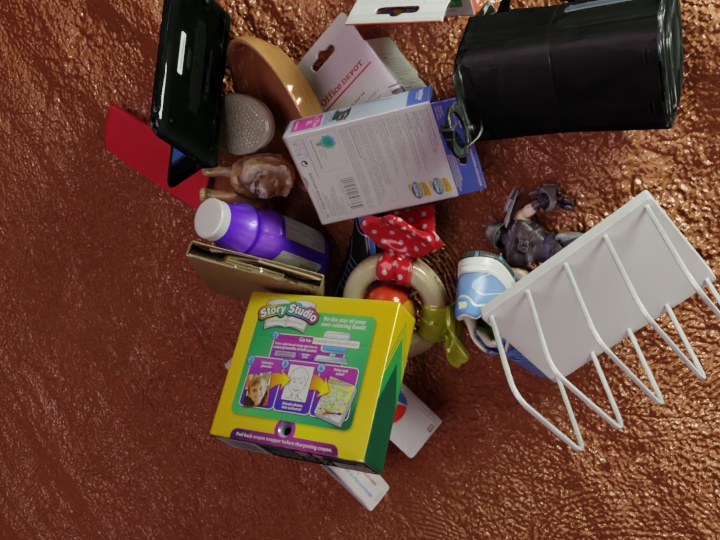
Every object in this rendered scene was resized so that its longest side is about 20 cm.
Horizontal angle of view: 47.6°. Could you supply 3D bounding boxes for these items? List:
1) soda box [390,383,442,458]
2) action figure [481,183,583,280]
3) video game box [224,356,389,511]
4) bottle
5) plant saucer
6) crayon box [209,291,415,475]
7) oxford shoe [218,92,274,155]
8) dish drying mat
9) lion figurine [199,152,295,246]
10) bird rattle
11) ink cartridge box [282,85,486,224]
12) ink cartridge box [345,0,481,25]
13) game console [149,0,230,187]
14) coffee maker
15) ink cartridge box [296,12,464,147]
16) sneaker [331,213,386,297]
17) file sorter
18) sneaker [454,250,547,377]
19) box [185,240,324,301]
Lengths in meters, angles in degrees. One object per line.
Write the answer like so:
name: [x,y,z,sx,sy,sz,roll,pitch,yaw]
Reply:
soda box: [0.007,0.141,1.015,0.200,0.068,0.064,43,85,-14]
action figure: [0.221,-0.020,0.892,0.197,0.069,0.133,19,122,28]
video game box: [-0.070,0.199,1.046,0.199,0.047,0.183,29,161,49]
bottle: [-0.119,-0.037,1.004,0.082,0.199,0.067,-15,68,32]
plant saucer: [-0.092,-0.191,0.981,0.201,0.037,0.201,50,161,23]
crayon box: [-0.052,0.118,0.904,0.196,0.058,0.176,3,66,28]
oxford shoe: [-0.159,-0.182,1.034,0.198,0.057,0.077,3,98,53]
dish drying mat: [-0.291,-0.163,1.172,0.198,0.018,0.078,32,120,17]
lion figurine: [-0.142,-0.085,1.064,0.119,0.201,0.074,1,65,-1]
bird rattle: [0.048,0.031,0.941,0.162,0.113,0.201,-32,109,26]
ink cartridge box: [0.029,-0.123,0.876,0.196,0.042,0.121,-9,128,21]
ink cartridge box: [0.071,-0.293,0.814,0.107,0.203,0.051,7,146,28]
game console: [-0.227,-0.226,0.989,0.114,0.175,0.205,-3,76,22]
coffee maker: [0.200,-0.183,0.779,0.196,0.135,0.196,1,63,30]
ink cartridge box: [0.019,-0.186,0.951,0.116,0.068,0.201,-39,85,33]
sneaker: [0.000,0.000,1.023,0.076,0.070,0.205,2,108,22]
file sorter: [0.240,0.059,0.776,0.199,0.126,0.138,-38,123,23]
sneaker: [0.159,0.067,0.907,0.075,0.078,0.200,-11,136,42]
box: [-0.123,0.016,1.012,0.160,0.200,0.022,14,77,1]
